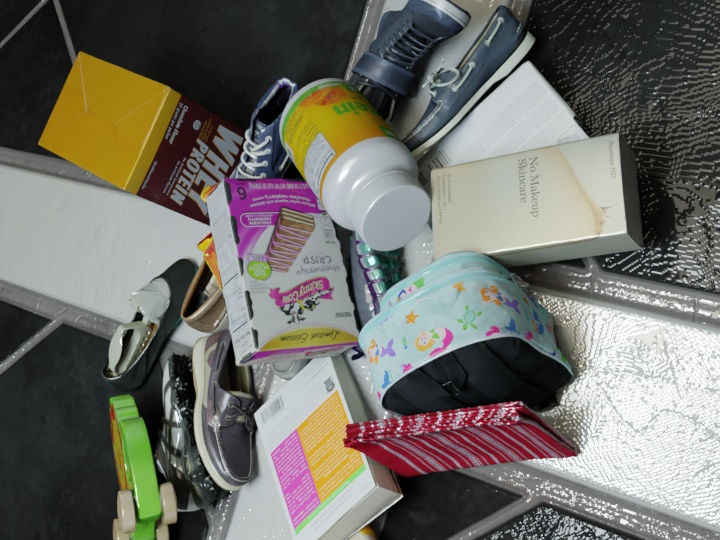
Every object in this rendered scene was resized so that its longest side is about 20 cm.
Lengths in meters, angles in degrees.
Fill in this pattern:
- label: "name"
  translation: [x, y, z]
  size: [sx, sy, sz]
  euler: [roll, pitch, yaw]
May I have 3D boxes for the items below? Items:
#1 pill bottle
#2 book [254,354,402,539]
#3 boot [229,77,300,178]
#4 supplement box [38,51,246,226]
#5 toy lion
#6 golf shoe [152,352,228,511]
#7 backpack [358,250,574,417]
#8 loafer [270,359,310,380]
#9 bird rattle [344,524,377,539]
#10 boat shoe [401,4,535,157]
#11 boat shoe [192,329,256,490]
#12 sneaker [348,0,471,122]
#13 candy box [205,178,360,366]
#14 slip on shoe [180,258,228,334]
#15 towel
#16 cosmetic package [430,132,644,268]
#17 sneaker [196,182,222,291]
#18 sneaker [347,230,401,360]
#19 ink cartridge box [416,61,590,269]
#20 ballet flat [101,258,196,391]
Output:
- label: "pill bottle"
  translation: [-0.004, -0.114, 1.018]
  size: [0.111, 0.111, 0.201]
  euler: [-47, 47, 14]
- label: "book"
  translation: [-0.046, 0.203, 1.050]
  size: [0.133, 0.048, 0.201]
  euler: [-42, 45, 18]
- label: "boot"
  translation: [-0.130, -0.143, 1.167]
  size: [0.072, 0.090, 0.201]
  euler: [24, 77, 20]
- label: "supplement box"
  translation: [-0.266, -0.164, 1.223]
  size: [0.196, 0.199, 0.134]
  euler: [26, 91, 35]
- label: "toy lion"
  translation: [-0.280, 0.240, 1.151]
  size: [0.200, 0.068, 0.194]
  euler: [120, 139, -58]
- label: "golf shoe"
  translation: [-0.231, 0.205, 1.174]
  size: [0.094, 0.077, 0.202]
  euler: [-28, 62, 24]
- label: "backpack"
  translation: [0.097, 0.074, 0.920]
  size: [0.177, 0.199, 0.152]
  euler: [-31, 62, 23]
- label: "loafer"
  translation: [-0.092, 0.030, 1.134]
  size: [0.069, 0.070, 0.203]
  euler: [-9, 72, 27]
- label: "bird rattle"
  translation: [-0.004, 0.369, 0.989]
  size: [0.201, 0.112, 0.164]
  euler: [-53, 41, 22]
- label: "boat shoe"
  translation: [0.109, -0.210, 1.047]
  size: [0.062, 0.075, 0.200]
  euler: [43, 96, -11]
- label: "boat shoe"
  translation: [-0.161, 0.164, 1.142]
  size: [0.064, 0.072, 0.202]
  euler: [-30, 56, 31]
- label: "sneaker"
  translation: [0.050, -0.243, 1.076]
  size: [0.147, 0.076, 0.202]
  euler: [-63, 16, 1]
- label: "candy box"
  translation: [-0.087, -0.002, 1.051]
  size: [0.061, 0.135, 0.202]
  euler: [-34, 64, 53]
- label: "slip on shoe"
  translation: [-0.170, -0.014, 1.203]
  size: [0.076, 0.060, 0.201]
  euler: [33, 96, 35]
- label: "towel"
  translation: [0.098, 0.173, 0.926]
  size: [0.198, 0.144, 0.023]
  euler: [-13, 58, 30]
- label: "cosmetic package"
  translation: [0.175, -0.063, 0.940]
  size: [0.198, 0.073, 0.105]
  euler: [-10, 75, 29]
- label: "sneaker"
  translation: [-0.158, -0.011, 1.146]
  size: [0.076, 0.073, 0.203]
  euler: [-6, 104, -3]
- label: "sneaker"
  translation: [0.000, 0.000, 1.084]
  size: [0.087, 0.074, 0.202]
  euler: [-22, 66, 32]
- label: "ink cartridge box"
  translation: [0.162, -0.099, 1.022]
  size: [0.200, 0.043, 0.174]
  euler: [-41, 63, 17]
- label: "ballet flat"
  translation: [-0.286, 0.072, 1.251]
  size: [0.068, 0.068, 0.202]
  euler: [27, 92, 36]
